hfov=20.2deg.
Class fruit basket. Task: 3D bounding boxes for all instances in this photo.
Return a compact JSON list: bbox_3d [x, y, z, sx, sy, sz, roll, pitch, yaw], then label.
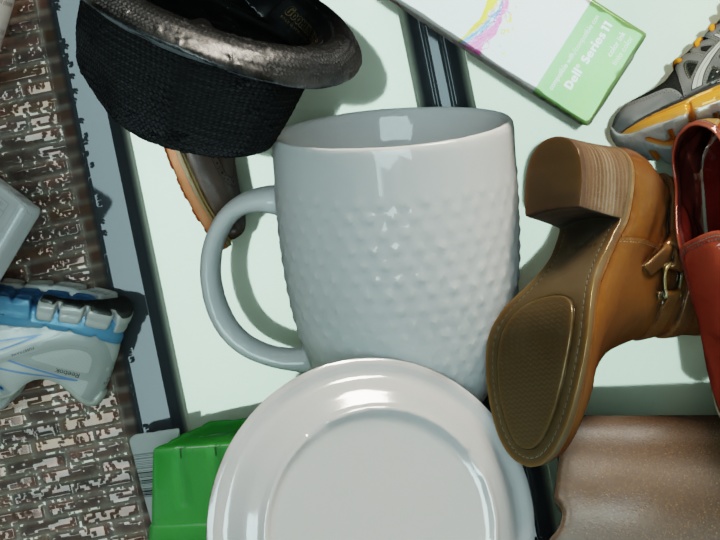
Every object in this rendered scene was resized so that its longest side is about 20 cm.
[{"bbox_3d":[-0.048,0.188,1.262,0.185,0.094,0.201,-8,106,37],"label":"fruit basket"}]

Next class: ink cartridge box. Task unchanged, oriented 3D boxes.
[{"bbox_3d":[0.072,-0.169,1.232,0.200,0.117,0.067,33,96,1],"label":"ink cartridge box"}]

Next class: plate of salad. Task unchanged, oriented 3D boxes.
[{"bbox_3d":[0.005,0.151,1.167,0.199,0.048,0.201,2,83,-19],"label":"plate of salad"}]

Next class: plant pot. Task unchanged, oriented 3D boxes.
[{"bbox_3d":[0.217,0.170,1.214,0.197,0.200,0.201,3,93,12],"label":"plant pot"}]

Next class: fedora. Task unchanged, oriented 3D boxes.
[{"bbox_3d":[-0.102,-0.127,1.184,0.200,0.201,0.092,21,113,3],"label":"fedora"}]

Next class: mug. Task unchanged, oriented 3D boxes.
[{"bbox_3d":[0.000,0.000,1.235,0.199,0.148,0.176,-3,103,8],"label":"mug"}]

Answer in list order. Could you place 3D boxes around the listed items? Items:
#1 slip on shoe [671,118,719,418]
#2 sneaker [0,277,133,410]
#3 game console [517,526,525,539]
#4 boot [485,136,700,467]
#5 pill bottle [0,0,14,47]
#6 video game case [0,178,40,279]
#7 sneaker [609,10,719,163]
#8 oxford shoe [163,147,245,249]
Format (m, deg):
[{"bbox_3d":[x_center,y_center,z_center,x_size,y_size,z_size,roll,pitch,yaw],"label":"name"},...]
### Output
[{"bbox_3d":[0.216,0.000,1.185,0.061,0.074,0.201,16,62,-35],"label":"slip on shoe"},{"bbox_3d":[-0.250,0.044,1.294,0.199,0.075,0.087,12,103,6],"label":"sneaker"},{"bbox_3d":[0.033,0.250,1.263,0.118,0.172,0.201,-12,93,-22],"label":"game console"},{"bbox_3d":[0.156,0.027,1.215,0.073,0.154,0.201,6,83,44],"label":"boot"},{"bbox_3d":[-0.260,-0.216,1.256,0.114,0.114,0.201,18,95,3],"label":"pill bottle"},{"bbox_3d":[-0.312,-0.001,1.250,0.182,0.023,0.200,35,98,24],"label":"video game case"},{"bbox_3d":[0.242,-0.134,1.251,0.199,0.078,0.077,-28,68,7],"label":"sneaker"},{"bbox_3d":[-0.094,-0.115,1.272,0.073,0.071,0.201,-14,92,1],"label":"oxford shoe"}]
